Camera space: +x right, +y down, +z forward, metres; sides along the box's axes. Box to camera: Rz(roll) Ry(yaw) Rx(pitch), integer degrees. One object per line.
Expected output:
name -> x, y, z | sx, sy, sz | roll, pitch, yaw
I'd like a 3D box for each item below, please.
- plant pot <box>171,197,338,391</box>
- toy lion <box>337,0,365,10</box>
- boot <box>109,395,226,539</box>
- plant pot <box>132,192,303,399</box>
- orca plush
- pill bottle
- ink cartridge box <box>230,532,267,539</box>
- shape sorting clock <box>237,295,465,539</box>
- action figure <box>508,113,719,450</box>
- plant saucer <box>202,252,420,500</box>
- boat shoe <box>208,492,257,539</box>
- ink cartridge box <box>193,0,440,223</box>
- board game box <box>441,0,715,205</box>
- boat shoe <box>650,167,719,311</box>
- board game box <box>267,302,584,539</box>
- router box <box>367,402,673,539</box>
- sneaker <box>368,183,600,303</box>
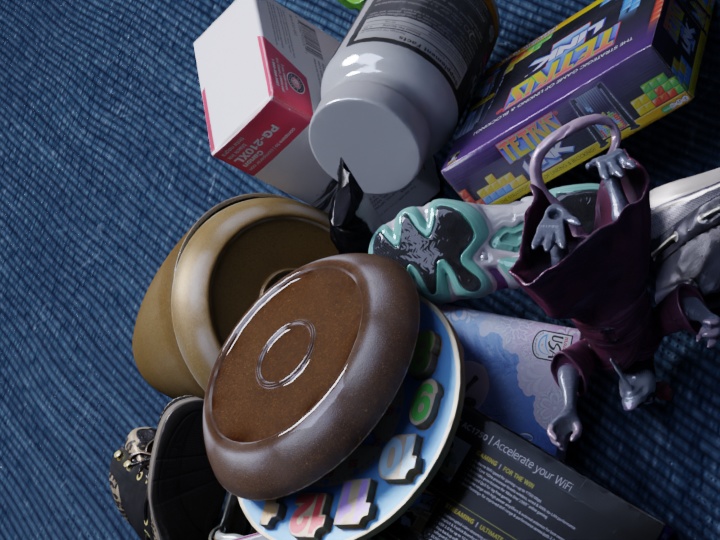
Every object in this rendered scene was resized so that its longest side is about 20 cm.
plant pot -> -0.057, 0.033, 1.312 | 0.027, 0.199, 0.201 | -28, 46, 58
toy lion -> 0.023, -0.355, 1.578 | 0.191, 0.069, 0.201 | 31, 91, 45
boot -> -0.170, 0.179, 1.402 | 0.151, 0.073, 0.201 | -140, 43, -56
plant pot -> -0.119, 0.049, 1.412 | 0.200, 0.186, 0.187 | -26, 48, 56
orca plush -> 0.000, 0.000, 1.259 | 0.071, 0.200, 0.105 | -32, 67, 2
pill bottle -> 0.035, -0.159, 1.303 | 0.116, 0.116, 0.200 | -21, 30, 39
ink cartridge box -> -0.109, 0.267, 1.279 | 0.199, 0.037, 0.095 | -18, 86, 17
shape sorting clock -> -0.013, 0.100, 1.113 | 0.199, 0.039, 0.201 | -21, 53, 31
action figure -> 0.161, 0.022, 1.085 | 0.134, 0.200, 0.149 | -24, 40, 4
plant saucer -> -0.044, 0.065, 1.121 | 0.200, 0.032, 0.201 | -31, 36, 26
boat shoe -> -0.096, 0.235, 1.334 | 0.075, 0.068, 0.201 | -3, 67, 44
ink cartridge box -> -0.037, -0.133, 1.391 | 0.084, 0.200, 0.145 | -40, 43, 28
board game box -> 0.168, -0.144, 1.231 | 0.200, 0.057, 0.166 | -30, 20, 33
boat shoe -> 0.280, -0.031, 1.087 | 0.200, 0.074, 0.093 | -25, 57, 46
board game box -> 0.050, 0.124, 1.168 | 0.198, 0.043, 0.201 | 10, 81, 17
router box -> 0.090, 0.187, 1.092 | 0.200, 0.051, 0.150 | 30, 88, 20
sneaker -> 0.115, -0.014, 1.204 | 0.199, 0.140, 0.078 | -5, 85, 15
